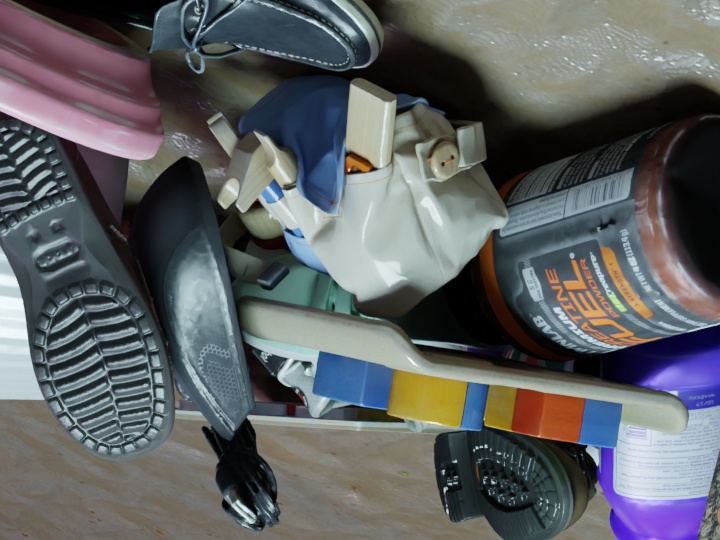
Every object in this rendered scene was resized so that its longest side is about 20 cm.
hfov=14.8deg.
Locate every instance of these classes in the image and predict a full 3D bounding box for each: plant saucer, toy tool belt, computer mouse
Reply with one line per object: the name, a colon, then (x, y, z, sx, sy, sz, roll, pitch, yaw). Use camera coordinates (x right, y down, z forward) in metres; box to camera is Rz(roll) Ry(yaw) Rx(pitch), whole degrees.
plant saucer: (-0.187, -0.123, 1.442, 0.199, 0.051, 0.201, 26, -173, -3)
toy tool belt: (-0.020, -0.061, 1.474, 0.199, 0.125, 0.123, 14, 142, 53)
computer mouse: (-0.092, 0.038, 1.517, 0.052, 0.201, 0.139, -13, -162, -5)

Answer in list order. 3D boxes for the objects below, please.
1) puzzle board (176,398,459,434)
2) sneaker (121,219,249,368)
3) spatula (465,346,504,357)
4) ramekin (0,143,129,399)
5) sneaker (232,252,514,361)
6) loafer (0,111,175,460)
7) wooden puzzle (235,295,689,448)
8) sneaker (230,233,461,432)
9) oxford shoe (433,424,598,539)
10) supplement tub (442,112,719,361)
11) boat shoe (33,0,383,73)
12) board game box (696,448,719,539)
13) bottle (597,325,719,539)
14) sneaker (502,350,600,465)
puzzle board: (-0.028, 0.097, 1.841, 0.199, 0.018, 0.150, 0, 176, 40)
sneaker: (-0.136, 0.035, 1.683, 0.200, 0.086, 0.074, 27, 138, 56)
spatula: (0.085, 0.076, 1.747, 0.020, 0.057, 0.200, -3, 162, 7)
ramekin: (-0.193, -0.017, 1.590, 0.093, 0.204, 0.202, 11, 158, -10)
sneaker: (0.000, 0.000, 1.614, 0.199, 0.074, 0.118, -2, 157, 20)
loafer: (-0.144, 0.002, 1.469, 0.072, 0.071, 0.201, -14, 104, 12)
wooden puzzle: (0.051, 0.063, 1.512, 0.199, 0.047, 0.185, 15, 177, -32)
sneaker: (-0.035, 0.040, 1.716, 0.199, 0.089, 0.074, 19, 158, 4)
oxford shoe: (0.105, 0.116, 1.631, 0.084, 0.073, 0.200, -8, -176, -12)
supplement tub: (0.130, -0.011, 1.457, 0.107, 0.108, 0.199, 32, 152, -26)
boat shoe: (-0.086, -0.137, 1.409, 0.199, 0.063, 0.075, 20, 154, -3)
board game box: (0.253, 0.128, 1.546, 0.096, 0.201, 0.160, 11, 155, 15)
bottle: (0.179, 0.108, 1.612, 0.083, 0.066, 0.201, -2, 127, 2)
sneaker: (0.184, 0.092, 1.679, 0.199, 0.071, 0.093, 29, 160, -14)
